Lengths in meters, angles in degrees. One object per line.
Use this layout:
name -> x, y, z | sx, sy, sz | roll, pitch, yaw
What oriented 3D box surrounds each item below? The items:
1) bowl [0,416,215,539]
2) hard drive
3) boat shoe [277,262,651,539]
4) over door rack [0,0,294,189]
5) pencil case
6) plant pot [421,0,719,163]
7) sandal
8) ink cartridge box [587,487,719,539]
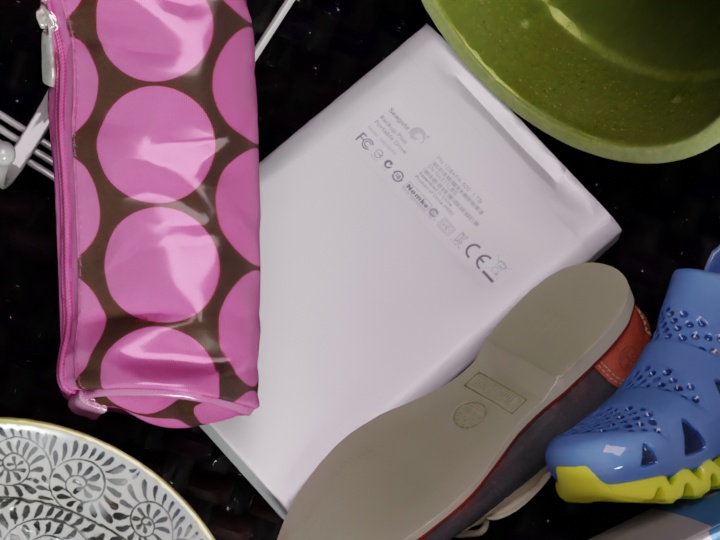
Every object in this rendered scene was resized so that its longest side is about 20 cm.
bowl -> -0.150, 0.170, 1.238 | 0.200, 0.094, 0.202 | 6, 64, -13
hard drive -> 0.000, 0.000, 1.347 | 0.200, 0.025, 0.132 | -40, 79, -15
boat shoe -> 0.050, 0.080, 1.304 | 0.200, 0.063, 0.071 | -41, 47, -16
over door rack -> -0.111, -0.123, 1.357 | 0.147, 0.067, 0.200 | 32, 73, 5
pencil case -> -0.091, -0.034, 1.271 | 0.093, 0.091, 0.201 | -2, 87, -29
plant pot -> 0.147, -0.182, 1.335 | 0.200, 0.200, 0.190 | 43, 55, 9
sandal -> 0.145, 0.038, 1.280 | 0.200, 0.079, 0.088 | -30, 111, -44
ink cartridge box -> 0.101, 0.182, 1.222 | 0.199, 0.125, 0.129 | -25, 92, -5
